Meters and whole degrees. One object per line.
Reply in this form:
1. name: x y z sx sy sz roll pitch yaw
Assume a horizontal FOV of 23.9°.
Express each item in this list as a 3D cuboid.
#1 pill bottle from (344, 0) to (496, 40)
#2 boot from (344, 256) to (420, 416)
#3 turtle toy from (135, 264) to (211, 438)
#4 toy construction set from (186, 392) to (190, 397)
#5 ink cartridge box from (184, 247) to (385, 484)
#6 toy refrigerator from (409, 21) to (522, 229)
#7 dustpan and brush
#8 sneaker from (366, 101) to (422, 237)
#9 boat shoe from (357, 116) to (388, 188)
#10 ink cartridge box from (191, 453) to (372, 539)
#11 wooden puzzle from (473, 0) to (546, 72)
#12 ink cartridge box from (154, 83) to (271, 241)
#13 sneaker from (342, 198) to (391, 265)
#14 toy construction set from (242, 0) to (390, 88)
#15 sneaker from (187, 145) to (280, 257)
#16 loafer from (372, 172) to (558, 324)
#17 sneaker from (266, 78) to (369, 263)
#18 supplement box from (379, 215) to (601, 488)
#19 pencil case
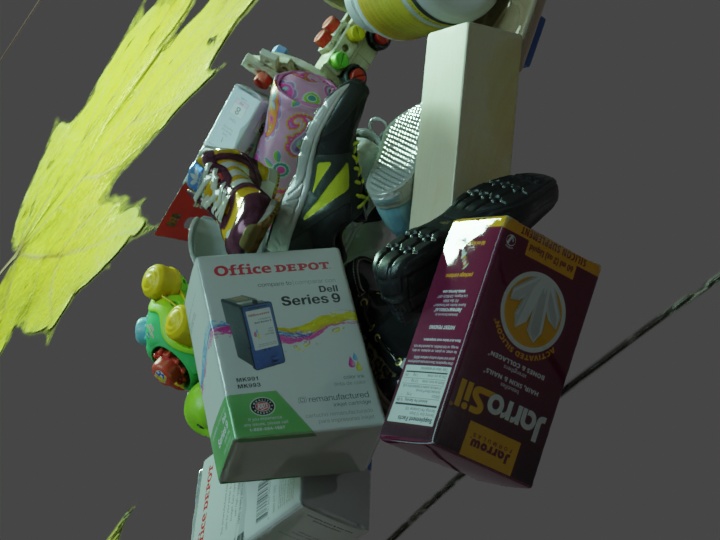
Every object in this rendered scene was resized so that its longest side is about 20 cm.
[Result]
1. pill bottle: 0.058 -0.298 1.751 0.200 0.112 0.113 -2 65 66
2. boot: 0.051 0.029 1.603 0.151 0.073 0.201 -49 34 30
3. turtle toy: -0.159 0.088 1.728 0.101 0.145 0.200 -53 39 16
4. toy construction set: -0.125 0.089 1.870 0.131 0.092 0.201 -17 42 56
5. ink cartridge box: -0.073 0.085 1.570 0.088 0.144 0.201 110 152 -51
6. toy refrigerator: 0.102 -0.125 1.607 0.076 0.070 0.202 -5 77 61
7. dustpan and brush: -0.117 0.015 1.701 0.057 0.139 0.201 102 180 -51
8. sneaker: 0.061 -0.101 1.707 0.073 0.082 0.200 -4 35 30
9. boat shoe: 0.001 -0.122 1.806 0.086 0.075 0.202 -45 2 0
10. ink cartridge box: -0.078 0.219 1.659 0.200 0.086 0.147 -41 34 41
11. wooden puzzle: 0.151 -0.269 1.721 0.200 0.046 0.186 -6 62 65
12. ink cartridge box: -0.137 -0.110 1.985 0.057 0.162 0.201 30 98 25
13. sneaker: 0.000 0.000 1.745 0.201 0.080 0.074 -57 -6 -17
14. toy construction set: -0.039 -0.277 1.944 0.200 0.131 0.092 -54 23 -10
15. sneaker: -0.132 -0.069 1.667 0.075 0.090 0.200 -61 11 14
16. loafer: 0.097 -0.023 1.503 0.200 0.071 0.068 -32 29 -25
17. sneaker: -0.022 -0.090 1.676 0.074 0.084 0.201 -41 -26 -73
18. supplement box: 0.109 0.068 1.418 0.085 0.110 0.201 -3 65 60
19. pencil case: -0.081 -0.123 1.913 0.088 0.087 0.201 -107 30 -55
